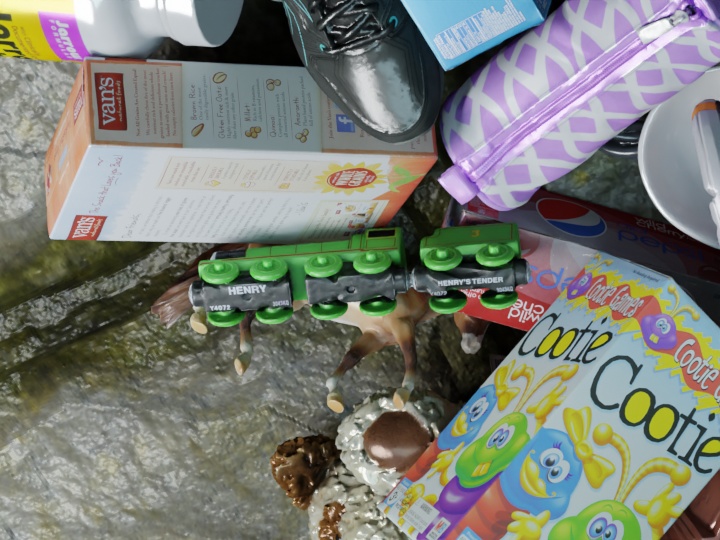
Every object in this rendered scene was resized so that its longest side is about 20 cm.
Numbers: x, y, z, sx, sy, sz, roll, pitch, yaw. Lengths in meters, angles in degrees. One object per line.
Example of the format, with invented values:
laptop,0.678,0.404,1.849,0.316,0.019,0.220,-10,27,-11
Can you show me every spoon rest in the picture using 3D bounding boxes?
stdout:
spoon rest,0.244,-0.032,1.322,0.200,0.061,0.099,41,99,-6

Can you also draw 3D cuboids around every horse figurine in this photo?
horse figurine,-0.023,0.021,1.416,0.199,0.133,0.050,19,134,11

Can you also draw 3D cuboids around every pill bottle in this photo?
pill bottle,-0.167,-0.167,1.288,0.198,0.104,0.105,6,121,20

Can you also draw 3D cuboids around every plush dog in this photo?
plush dog,0.039,0.154,1.485,0.171,0.160,0.201,-22,104,35

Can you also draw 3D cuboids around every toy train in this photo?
toy train,0.000,0.000,1.359,0.198,0.057,0.042,-3,120,6

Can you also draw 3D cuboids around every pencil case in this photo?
pencil case,0.131,-0.111,1.294,0.084,0.086,0.200,41,127,-15

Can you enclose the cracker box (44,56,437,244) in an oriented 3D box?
cracker box,-0.071,-0.065,1.329,0.198,0.058,0.134,1,159,-18

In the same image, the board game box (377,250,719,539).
board game box,0.123,0.103,1.333,0.105,0.103,0.200,43,85,-19

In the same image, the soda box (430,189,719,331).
soda box,0.145,0.005,1.418,0.198,0.064,0.070,16,118,-5

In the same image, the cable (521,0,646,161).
cable,0.169,-0.156,1.341,0.162,0.051,0.201,-24,115,23

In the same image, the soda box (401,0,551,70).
soda box,0.024,-0.208,1.202,0.064,0.068,0.201,-24,110,24

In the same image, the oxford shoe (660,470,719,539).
oxford shoe,0.252,0.130,1.493,0.073,0.071,0.200,16,122,-35

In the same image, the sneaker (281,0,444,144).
sneaker,-0.020,-0.153,1.235,0.075,0.079,0.201,-25,100,15

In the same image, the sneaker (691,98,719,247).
sneaker,0.253,-0.008,1.261,0.111,0.078,0.202,-14,89,14
